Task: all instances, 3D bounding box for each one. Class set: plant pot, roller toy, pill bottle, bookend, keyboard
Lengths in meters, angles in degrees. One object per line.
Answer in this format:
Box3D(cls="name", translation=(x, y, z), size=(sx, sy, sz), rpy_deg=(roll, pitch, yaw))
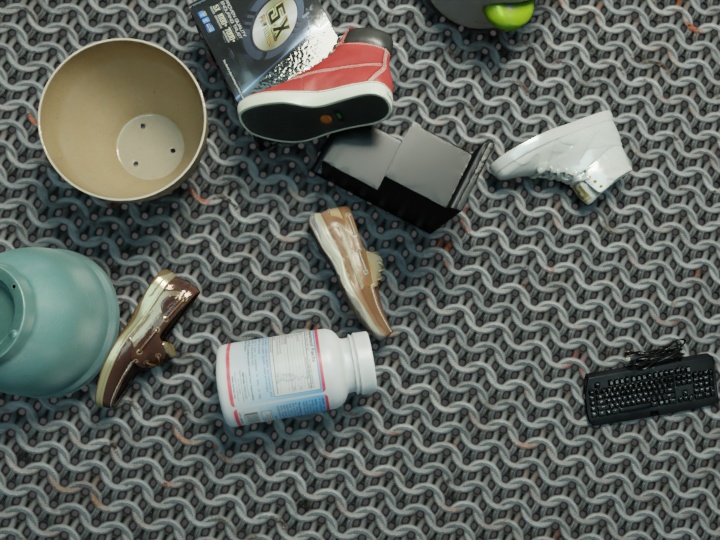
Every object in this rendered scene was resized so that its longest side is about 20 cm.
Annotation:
Box3D(cls="plant pot", translation=(-0.292, -0.178, 0.811), size=(0.200, 0.134, 0.201), rpy_deg=(0, 85, -4))
Box3D(cls="roller toy", translation=(0.181, -0.445, 0.862), size=(0.182, 0.140, 0.200), rpy_deg=(33, 82, -12))
Box3D(cls="plant pot", translation=(-0.426, 0.059, 0.765), size=(0.200, 0.134, 0.201), rpy_deg=(-1, 80, 8))
Box3D(cls="pill bottle", translation=(-0.083, 0.137, 0.819), size=(0.200, 0.109, 0.109), rpy_deg=(-8, 87, -5))
Box3D(cls="bookend", translation=(0.042, -0.143, 0.802), size=(0.200, 0.199, 0.092), rpy_deg=(27, 85, -1))
Box3D(cls="keyboard", translation=(0.422, 0.161, 0.889), size=(0.200, 0.040, 0.104), rpy_deg=(-9, 88, -6))

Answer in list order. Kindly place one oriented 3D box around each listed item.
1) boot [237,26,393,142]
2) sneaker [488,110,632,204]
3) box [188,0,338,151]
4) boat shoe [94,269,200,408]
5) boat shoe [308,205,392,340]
Box3D(cls="boot", translation=(-0.056, -0.245, 0.789), size=(0.200, 0.072, 0.145), rpy_deg=(-6, 59, 13))
Box3D(cls="sneaker", translation=(0.293, -0.143, 0.883), size=(0.200, 0.074, 0.116), rpy_deg=(-22, 85, -7))
Box3D(cls="box", translation=(-0.115, -0.295, 0.856), size=(0.164, 0.086, 0.200), rpy_deg=(-26, 88, -6))
Box3D(cls="boat shoe", translation=(-0.282, 0.100, 0.828), size=(0.072, 0.072, 0.200), rpy_deg=(28, 80, -3))
Box3D(cls="boat shoe", translation=(0.000, 0.000, 0.853), size=(0.072, 0.076, 0.200), rpy_deg=(-27, 90, -8))
